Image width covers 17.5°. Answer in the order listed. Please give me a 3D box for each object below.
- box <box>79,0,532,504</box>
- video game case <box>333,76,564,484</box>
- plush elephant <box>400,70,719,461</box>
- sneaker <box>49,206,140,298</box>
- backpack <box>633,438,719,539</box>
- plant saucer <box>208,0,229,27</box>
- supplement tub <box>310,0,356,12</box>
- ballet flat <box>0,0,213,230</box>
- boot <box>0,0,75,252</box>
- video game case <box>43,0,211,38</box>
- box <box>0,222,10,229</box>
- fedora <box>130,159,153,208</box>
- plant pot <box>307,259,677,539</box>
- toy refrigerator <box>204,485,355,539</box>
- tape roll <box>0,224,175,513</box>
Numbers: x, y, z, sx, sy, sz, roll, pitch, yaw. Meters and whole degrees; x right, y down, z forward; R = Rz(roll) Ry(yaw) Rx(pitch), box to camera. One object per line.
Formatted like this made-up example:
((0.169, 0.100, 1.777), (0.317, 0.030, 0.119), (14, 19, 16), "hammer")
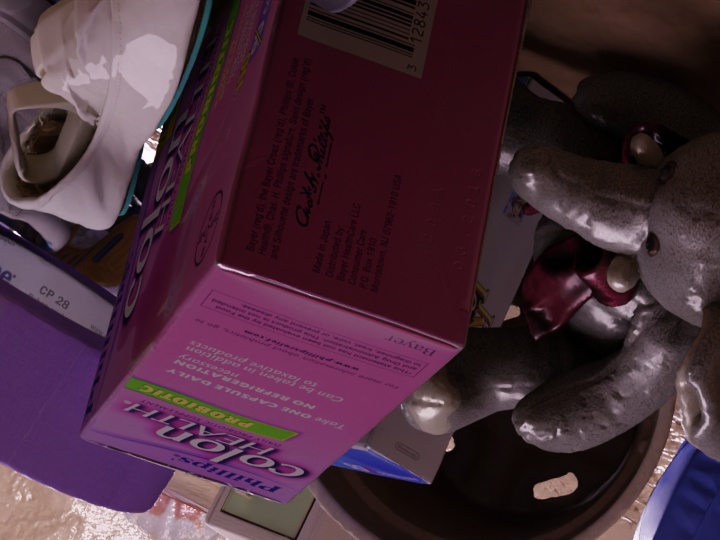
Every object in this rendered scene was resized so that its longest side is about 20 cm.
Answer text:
((-0.023, -0.028, 0.922), (0.097, 0.176, 0.200), (19, 153, -12), "box")
((0.000, 0.000, 1.094), (0.045, 0.181, 0.200), (31, 166, -31), "video game case")
((0.112, -0.011, 0.902), (0.200, 0.165, 0.155), (14, 165, 6), "plush elephant")
((-0.136, 0.011, 1.262), (0.088, 0.075, 0.200), (52, 173, -18), "sneaker")
((0.243, 0.156, 1.318), (0.168, 0.163, 0.200), (34, 180, 6), "backpack")
((-0.079, -0.143, 1.020), (0.200, 0.031, 0.200), (24, 167, 6), "plant saucer")
((-0.073, -0.164, 0.763), (0.200, 0.107, 0.107), (30, 166, -18), "supplement tub")
((-0.114, -0.077, 0.990), (0.069, 0.069, 0.200), (26, 146, -4), "ballet flat")
((-0.173, -0.077, 1.069), (0.073, 0.096, 0.200), (21, 169, 36), "boot")
((-0.145, -0.125, 1.105), (0.182, 0.024, 0.200), (31, 171, -17), "video game case")
((-0.221, -0.067, 1.280), (0.097, 0.125, 0.200), (29, 180, -6), "box")
((-0.051, -0.017, 1.278), (0.201, 0.092, 0.201), (49, 172, 9), "fedora")
((0.075, 0.064, 1.238), (0.200, 0.201, 0.183), (22, 177, 14), "plant pot")
((-0.007, 0.077, 1.365), (0.076, 0.200, 0.070), (17, 165, 35), "toy refrigerator")
((-0.163, 0.030, 1.064), (0.200, 0.066, 0.200), (33, -177, -2), "tape roll")
